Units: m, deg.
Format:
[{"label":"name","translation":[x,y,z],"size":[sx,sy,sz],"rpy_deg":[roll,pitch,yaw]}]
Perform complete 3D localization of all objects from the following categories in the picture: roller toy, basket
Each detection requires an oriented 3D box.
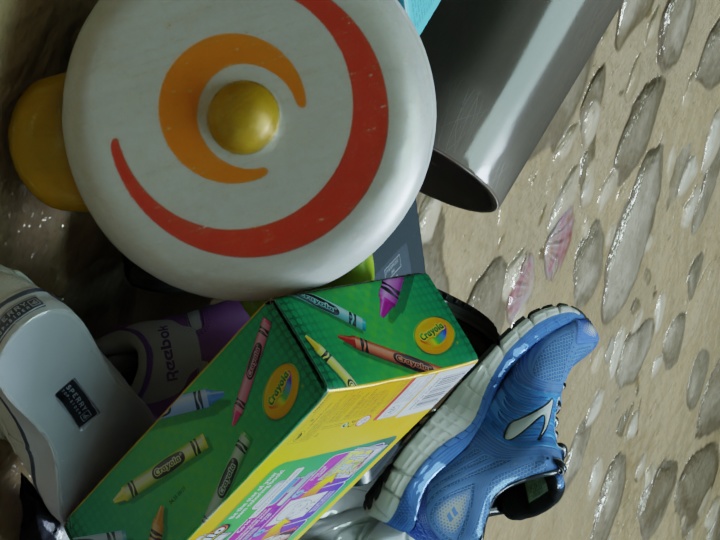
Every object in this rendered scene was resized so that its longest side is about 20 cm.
[{"label":"roller toy","translation":[-0.056,-0.079,1.461],"size":[0.183,0.199,0.140],"rpy_deg":[-59,180,5]},{"label":"basket","translation":[0.082,-0.149,1.846],"size":[0.201,0.136,0.180],"rpy_deg":[-62,-171,-11]}]

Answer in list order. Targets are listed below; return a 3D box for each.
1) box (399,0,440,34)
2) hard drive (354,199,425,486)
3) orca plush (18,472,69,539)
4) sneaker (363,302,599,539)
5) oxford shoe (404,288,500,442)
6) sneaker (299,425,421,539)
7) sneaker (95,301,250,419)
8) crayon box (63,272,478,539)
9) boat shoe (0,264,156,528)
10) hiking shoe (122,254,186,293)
[{"label":"box","translation":[0.035,-0.227,1.741],"size":[0.200,0.082,0.049],"rpy_deg":[-59,156,-31]},{"label":"hard drive","translation":[0.000,0.000,1.636],"size":[0.140,0.033,0.201],"rpy_deg":[-46,132,-61]},{"label":"orca plush","translation":[-0.151,0.183,1.607],"size":[0.071,0.105,0.200],"rpy_deg":[-41,160,4]},{"label":"sneaker","translation":[0.086,0.100,1.718],"size":[0.200,0.089,0.079],"rpy_deg":[-47,176,-36]},{"label":"oxford shoe","translation":[0.043,0.066,1.800],"size":[0.085,0.072,0.200],"rpy_deg":[-63,156,-18]},{"label":"sneaker","translation":[-0.035,0.134,1.732],"size":[0.078,0.199,0.100],"rpy_deg":[117,-36,-54]},{"label":"sneaker","translation":[-0.107,0.063,1.622],"size":[0.201,0.114,0.073],"rpy_deg":[116,-38,-68]},{"label":"crayon box","translation":[-0.047,0.087,1.481],"size":[0.118,0.058,0.200],"rpy_deg":[-9,150,-49]},{"label":"boat shoe","translation":[-0.159,0.063,1.491],"size":[0.071,0.070,0.200],"rpy_deg":[-41,146,-11]},{"label":"hiking shoe","translation":[-0.082,-0.068,1.607],"size":[0.200,0.075,0.101],"rpy_deg":[-58,143,-49]}]
